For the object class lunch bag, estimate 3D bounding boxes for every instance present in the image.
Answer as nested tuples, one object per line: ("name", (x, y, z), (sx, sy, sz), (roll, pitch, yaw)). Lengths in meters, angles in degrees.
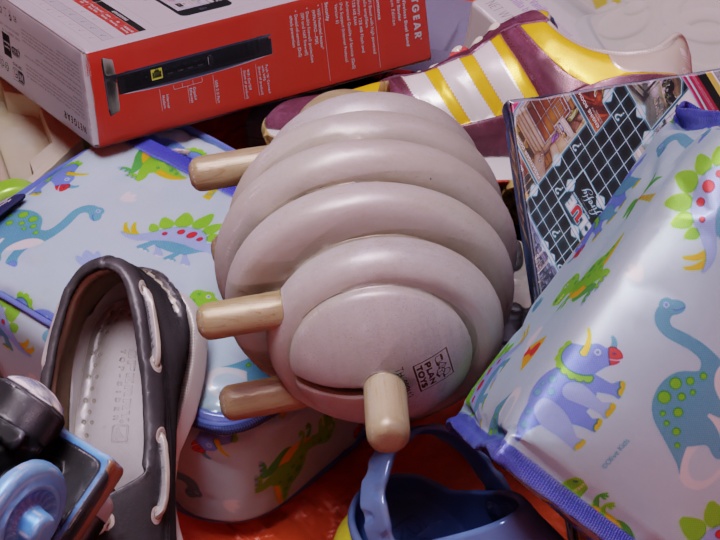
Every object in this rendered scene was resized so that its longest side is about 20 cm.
("lunch bag", (-0.076, 0.015, 1.354), (0.200, 0.083, 0.161), (29, 49, 33))
("lunch bag", (0.163, 0.056, 1.164), (0.170, 0.200, 0.127), (-54, 8, -1))

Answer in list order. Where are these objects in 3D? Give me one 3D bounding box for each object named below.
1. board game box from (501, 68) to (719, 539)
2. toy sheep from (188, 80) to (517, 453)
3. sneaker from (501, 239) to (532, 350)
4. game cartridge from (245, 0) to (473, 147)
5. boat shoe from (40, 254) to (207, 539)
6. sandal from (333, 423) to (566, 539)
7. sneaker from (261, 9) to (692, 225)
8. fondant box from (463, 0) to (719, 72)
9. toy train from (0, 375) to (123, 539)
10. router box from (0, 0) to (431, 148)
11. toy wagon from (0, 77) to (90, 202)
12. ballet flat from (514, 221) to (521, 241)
("board game box", (0.140, 0.018, 1.245), (0.135, 0.201, 0.035), (-8, 1, -2))
("toy sheep", (0.000, 0.000, 1.225), (0.137, 0.138, 0.201), (-7, 48, 0))
("sneaker", (0.132, 0.023, 1.314), (0.199, 0.080, 0.078), (-1, 54, -1))
("game cartridge", (0.055, -0.089, 1.493), (0.199, 0.039, 0.130), (9, 39, 18))
("boat shoe", (-0.105, 0.093, 1.221), (0.074, 0.060, 0.201), (1, 71, 25))
("sandal", (0.061, 0.128, 1.198), (0.200, 0.087, 0.079), (31, 51, 33))
("sneaker", (0.055, -0.073, 1.348), (0.199, 0.075, 0.091), (7, 72, 18))
("fondant box", (0.168, -0.103, 1.439), (0.199, 0.058, 0.144), (-25, 54, -31))
("toy train", (-0.165, 0.136, 1.129), (0.086, 0.114, 0.200), (27, 78, 29))
("router box", (-0.089, -0.130, 1.478), (0.179, 0.049, 0.200), (-16, 25, -22))
("toy wagon", (-0.192, -0.056, 1.469), (0.199, 0.040, 0.155), (-14, 32, -9))
("ballet flat", (0.040, -0.019, 1.410), (0.199, 0.067, 0.057), (25, 6, 32))
